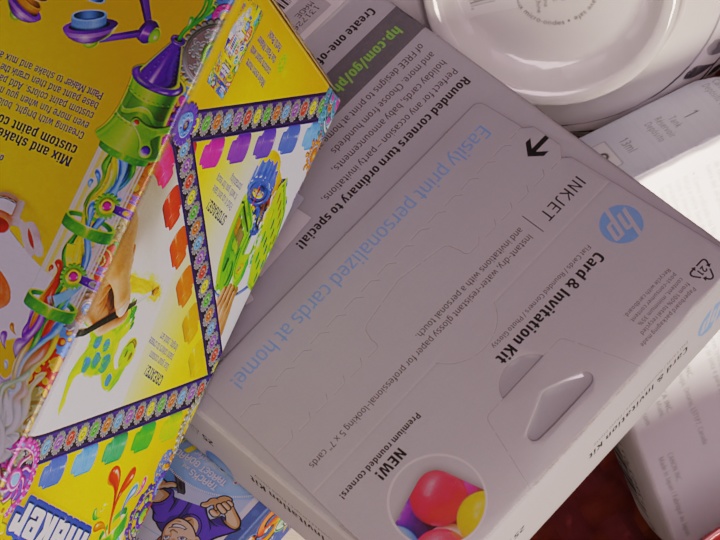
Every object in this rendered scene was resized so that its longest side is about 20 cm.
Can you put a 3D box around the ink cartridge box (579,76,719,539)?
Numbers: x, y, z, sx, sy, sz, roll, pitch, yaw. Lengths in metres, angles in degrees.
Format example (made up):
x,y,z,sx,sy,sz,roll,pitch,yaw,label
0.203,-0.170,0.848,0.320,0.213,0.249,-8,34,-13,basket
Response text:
x,y,z,sx,sy,sz,roll,pitch,yaw,label
0.172,-0.006,0.998,0.199,0.057,0.163,-28,123,-7,ink cartridge box

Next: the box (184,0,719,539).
x,y,z,sx,sy,sz,roll,pitch,yaw,label
0.000,0.000,0.907,0.200,0.041,0.156,37,72,23,box

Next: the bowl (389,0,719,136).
x,y,z,sx,sy,sz,roll,pitch,yaw,label
0.067,-0.119,0.965,0.200,0.094,0.201,1,122,2,bowl

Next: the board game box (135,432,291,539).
x,y,z,sx,sy,sz,roll,pitch,yaw,label
-0.122,0.050,0.927,0.200,0.035,0.135,32,59,19,board game box

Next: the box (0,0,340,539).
x,y,z,sx,sy,sz,roll,pitch,yaw,label
-0.144,-0.021,0.842,0.199,0.122,0.193,23,81,17,box

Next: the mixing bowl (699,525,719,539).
x,y,z,sx,sy,sz,roll,pitch,yaw,label
0.174,0.175,0.999,0.199,0.108,0.201,0,87,-2,mixing bowl

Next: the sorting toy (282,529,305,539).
x,y,z,sx,sy,sz,roll,pitch,yaw,label
-0.005,0.137,0.986,0.107,0.200,0.181,-12,72,40,sorting toy
